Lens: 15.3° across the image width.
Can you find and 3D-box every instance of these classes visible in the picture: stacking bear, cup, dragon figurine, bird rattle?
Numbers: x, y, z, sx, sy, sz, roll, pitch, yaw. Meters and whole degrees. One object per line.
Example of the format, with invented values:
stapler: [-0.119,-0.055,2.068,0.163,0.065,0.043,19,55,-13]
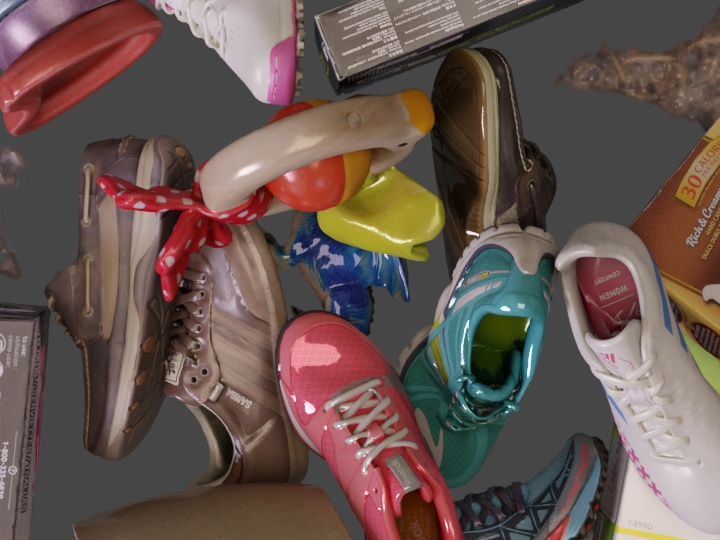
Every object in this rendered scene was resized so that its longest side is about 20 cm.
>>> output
stacking bear: [-0.216,-0.200,1.615,0.113,0.121,0.201,-32,85,-7]
cup: [-0.062,0.206,1.594,0.143,0.200,0.201,-28,93,-6]
dragon figurine: [0.000,0.000,1.651,0.099,0.059,0.201,-22,92,0]
bird rattle: [-0.043,-0.063,1.538,0.199,0.163,0.113,-5,72,-26]

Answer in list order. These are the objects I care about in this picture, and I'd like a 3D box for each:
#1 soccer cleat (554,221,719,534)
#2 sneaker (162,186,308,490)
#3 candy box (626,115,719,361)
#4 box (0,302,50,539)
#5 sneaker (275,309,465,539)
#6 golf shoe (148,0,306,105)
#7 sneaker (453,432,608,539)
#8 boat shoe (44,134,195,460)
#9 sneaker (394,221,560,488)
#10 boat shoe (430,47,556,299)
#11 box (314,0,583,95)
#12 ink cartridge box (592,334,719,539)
soccer cleat: [0.165,0.067,1.566,0.070,0.086,0.201,-27,86,21]
sneaker: [-0.086,0.045,1.630,0.075,0.070,0.201,-17,100,-22]
candy box: [0.261,0.012,1.624,0.200,0.057,0.117,37,77,14]
box: [-0.260,0.117,1.621,0.131,0.115,0.201,6,94,-3]
sneaker: [0.018,0.110,1.585,0.073,0.087,0.201,-27,87,-14]
golf shoe: [-0.086,-0.159,1.581,0.091,0.200,0.076,-4,127,-14]
sneaker: [0.071,0.171,1.652,0.095,0.079,0.200,39,91,-1]
boat shoe: [-0.151,0.014,1.649,0.073,0.074,0.201,10,92,17]
sneaker: [0.067,0.062,1.611,0.077,0.080,0.201,10,131,-9]
boat shoe: [0.084,-0.054,1.621,0.064,0.073,0.201,-19,133,-18]
box: [0.070,-0.160,1.579,0.199,0.193,0.048,-22,93,-1]
ink cartridge box: [0.234,0.094,1.654,0.147,0.076,0.201,10,93,-2]
